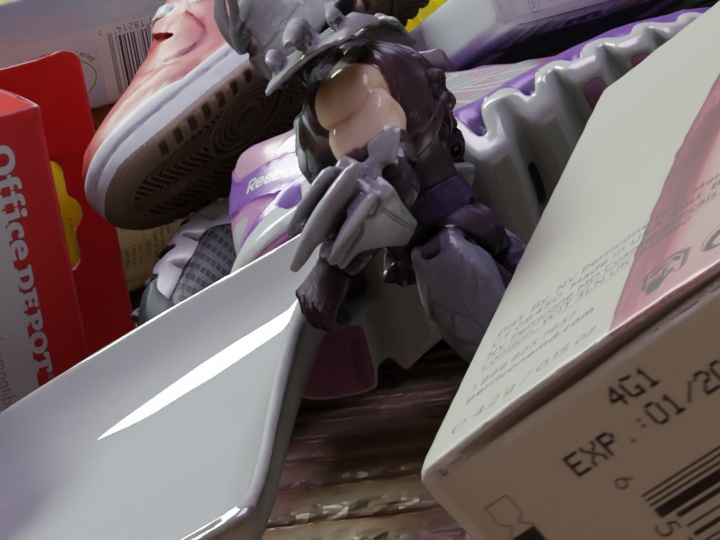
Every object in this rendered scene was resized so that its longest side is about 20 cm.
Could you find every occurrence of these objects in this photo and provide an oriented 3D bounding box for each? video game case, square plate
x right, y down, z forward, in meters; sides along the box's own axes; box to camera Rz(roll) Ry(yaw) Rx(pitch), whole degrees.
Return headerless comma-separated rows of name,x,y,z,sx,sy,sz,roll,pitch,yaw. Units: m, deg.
video game case,0.097,-0.091,0.982,0.181,0.023,0.200,-17,-4,-17
square plate,-0.089,0.074,0.742,0.198,0.028,0.200,-32,14,16

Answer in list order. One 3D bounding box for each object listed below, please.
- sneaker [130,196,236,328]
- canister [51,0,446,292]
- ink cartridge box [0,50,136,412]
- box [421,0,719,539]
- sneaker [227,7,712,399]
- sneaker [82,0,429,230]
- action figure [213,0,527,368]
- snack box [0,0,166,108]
sneaker,0.000,0.000,0.940,0.090,0.067,0.200,-1,19,29
canister,-0.068,-0.056,1.103,0.200,0.087,0.148,-23,24,-30
ink cartridge box,-0.156,0.011,0.906,0.200,0.116,0.067,-20,21,-25
box,0.116,0.015,0.673,0.109,0.128,0.200,-37,12,32
sneaker,0.043,-0.037,0.875,0.200,0.081,0.088,-22,31,-9
sneaker,-0.047,-0.107,0.955,0.112,0.071,0.200,39,65,14
action figure,0.026,-0.001,0.748,0.069,0.200,0.130,-41,-3,21
snack box,-0.166,-0.089,1.043,0.200,0.053,0.142,-16,25,-14
